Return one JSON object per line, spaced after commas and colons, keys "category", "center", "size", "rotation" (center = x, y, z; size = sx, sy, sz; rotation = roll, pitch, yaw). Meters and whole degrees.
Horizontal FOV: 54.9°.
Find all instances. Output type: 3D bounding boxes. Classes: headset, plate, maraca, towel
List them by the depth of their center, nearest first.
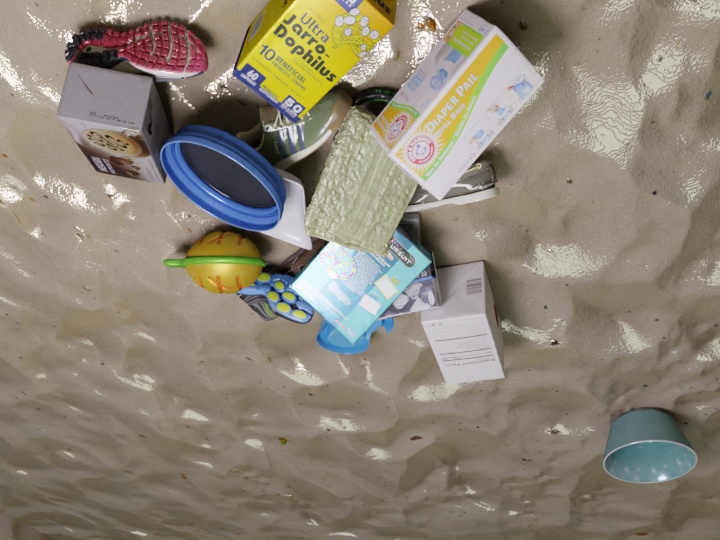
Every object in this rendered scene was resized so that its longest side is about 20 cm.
{"category": "towel", "center": [0.008, -0.124, 1.004], "size": [0.145, 0.037, 0.203], "rotation": [16, 112, -18]}
{"category": "headset", "center": [0.012, -0.167, 1.031], "size": [0.121, 0.095, 0.202], "rotation": [18, 126, -12]}
{"category": "plate", "center": [-0.167, -0.122, 1.103], "size": [0.195, 0.033, 0.201], "rotation": [20, 155, 10]}
{"category": "maraca", "center": [-0.259, -0.013, 1.233], "size": [0.196, 0.110, 0.136], "rotation": [-1, 173, 31]}

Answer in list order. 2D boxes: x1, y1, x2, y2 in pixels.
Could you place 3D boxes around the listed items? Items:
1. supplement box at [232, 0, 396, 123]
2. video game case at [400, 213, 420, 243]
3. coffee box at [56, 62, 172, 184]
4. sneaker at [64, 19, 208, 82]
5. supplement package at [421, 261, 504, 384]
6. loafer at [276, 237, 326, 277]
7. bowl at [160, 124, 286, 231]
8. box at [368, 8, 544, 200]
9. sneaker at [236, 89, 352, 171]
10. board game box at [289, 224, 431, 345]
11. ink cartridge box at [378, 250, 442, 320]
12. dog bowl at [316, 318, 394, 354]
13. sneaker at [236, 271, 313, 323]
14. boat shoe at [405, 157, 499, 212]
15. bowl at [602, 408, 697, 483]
{"category": "supplement box", "center": [-0.057, -0.305, 0.872], "size": [0.108, 0.111, 0.199], "rotation": [32, 133, -27]}
{"category": "video game case", "center": [0.039, -0.024, 1.247], "size": [0.139, 0.018, 0.203], "rotation": [0, 138, 7]}
{"category": "coffee box", "center": [-0.341, -0.203, 0.990], "size": [0.110, 0.082, 0.200], "rotation": [10, 166, -5]}
{"category": "sneaker", "center": [-0.301, -0.291, 0.956], "size": [0.195, 0.083, 0.075], "rotation": [5, 159, 11]}
{"category": "supplement package", "center": [0.193, 0.101, 1.286], "size": [0.117, 0.123, 0.202], "rotation": [-9, 137, 17]}
{"category": "loafer", "center": [-0.105, 0.009, 1.262], "size": [0.072, 0.072, 0.200], "rotation": [23, 137, -18]}
{"category": "bowl", "center": [-0.198, -0.135, 1.022], "size": [0.197, 0.040, 0.202], "rotation": [22, 154, 11]}
{"category": "box", "center": [0.118, -0.212, 0.895], "size": [0.101, 0.113, 0.201], "rotation": [34, 107, -29]}
{"category": "sneaker", "center": [-0.107, -0.212, 1.013], "size": [0.089, 0.068, 0.198], "rotation": [31, 138, -31]}
{"category": "board game box", "center": [0.000, 0.000, 1.164], "size": [0.151, 0.047, 0.200], "rotation": [41, 105, -8]}
{"category": "ink cartridge box", "center": [0.041, 0.034, 1.223], "size": [0.196, 0.102, 0.039], "rotation": [-14, 172, 22]}
{"category": "dog bowl", "center": [-0.010, 0.099, 1.353], "size": [0.109, 0.051, 0.200], "rotation": [20, 144, -21]}
{"category": "sneaker", "center": [-0.152, 0.052, 1.261], "size": [0.197, 0.071, 0.083], "rotation": [16, 148, 39]}
{"category": "boat shoe", "center": [0.120, -0.130, 1.084], "size": [0.198, 0.072, 0.062], "rotation": [-7, 98, 33]}
{"category": "bowl", "center": [0.640, 0.385, 1.558], "size": [0.195, 0.107, 0.203], "rotation": [3, 139, 3]}
